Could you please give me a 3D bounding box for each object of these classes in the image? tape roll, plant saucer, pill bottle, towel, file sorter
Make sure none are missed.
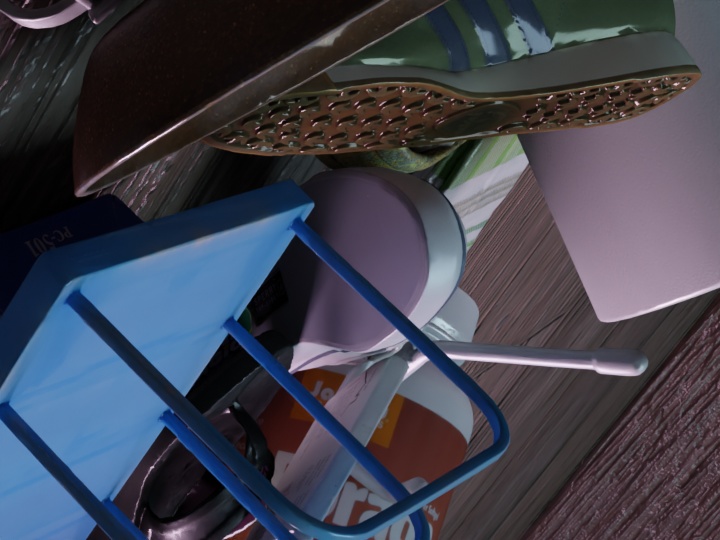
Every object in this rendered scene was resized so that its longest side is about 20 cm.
[{"bbox_3d":[0.174,-0.078,1.018,0.202,0.140,0.203,-24,-178,1],"label":"tape roll"},{"bbox_3d":[0.006,-0.082,0.572,0.200,0.035,0.200,-29,-176,2],"label":"plant saucer"},{"bbox_3d":[-0.013,0.098,1.035,0.112,0.112,0.201,92,15,-72],"label":"pill bottle"},{"bbox_3d":[0.031,-0.018,1.165,0.200,0.031,0.149,-56,169,23],"label":"towel"},{"bbox_3d":[-0.068,0.093,0.710,0.200,0.123,0.139,-54,163,27],"label":"file sorter"}]

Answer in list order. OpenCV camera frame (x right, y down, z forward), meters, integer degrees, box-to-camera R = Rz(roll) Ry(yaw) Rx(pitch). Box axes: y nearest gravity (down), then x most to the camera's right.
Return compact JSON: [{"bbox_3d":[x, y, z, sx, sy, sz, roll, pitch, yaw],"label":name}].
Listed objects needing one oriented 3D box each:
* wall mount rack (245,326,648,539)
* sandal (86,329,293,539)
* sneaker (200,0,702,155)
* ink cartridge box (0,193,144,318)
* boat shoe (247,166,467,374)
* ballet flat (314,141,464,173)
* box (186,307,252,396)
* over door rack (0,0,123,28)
[{"bbox_3d":[0.019,0.089,0.875,0.174,0.074,0.200,-41,-165,49],"label":"wall mount rack"},{"bbox_3d":[-0.072,0.102,0.887,0.075,0.048,0.201,-29,158,-56],"label":"sandal"},{"bbox_3d":[0.024,-0.096,0.784,0.200,0.090,0.067,-6,165,-27],"label":"sneaker"},{"bbox_3d":[-0.142,0.069,0.764,0.094,0.044,0.200,-27,156,-56],"label":"ink cartridge box"},{"bbox_3d":[0.000,0.000,0.879,0.065,0.074,0.200,-11,177,-27],"label":"boat shoe"},{"bbox_3d":[0.062,-0.103,0.867,0.200,0.071,0.071,-40,166,-23],"label":"ballet flat"},{"bbox_3d":[-0.109,0.082,0.923,0.117,0.048,0.200,-41,168,-29],"label":"box"},{"bbox_3d":[-0.021,-0.133,0.465,0.200,0.067,0.148,-29,171,6],"label":"over door rack"}]
